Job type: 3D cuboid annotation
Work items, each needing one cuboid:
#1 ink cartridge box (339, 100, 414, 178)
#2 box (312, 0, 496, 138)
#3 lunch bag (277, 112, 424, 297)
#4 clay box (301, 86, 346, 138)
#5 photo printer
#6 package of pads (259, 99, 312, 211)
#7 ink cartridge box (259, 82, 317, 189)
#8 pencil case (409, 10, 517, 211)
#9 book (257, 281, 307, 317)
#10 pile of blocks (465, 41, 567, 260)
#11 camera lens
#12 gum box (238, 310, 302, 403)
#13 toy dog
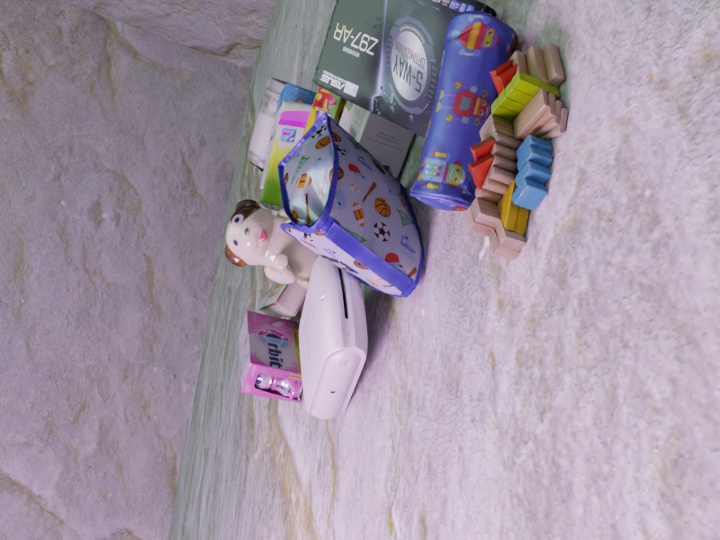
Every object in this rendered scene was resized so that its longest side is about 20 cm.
[{"bbox_3d":[0.004,-0.171,0.960,0.147,0.082,0.204,-112,39,-60],"label":"ink cartridge box"},{"bbox_3d":[0.047,-0.274,0.773,0.043,0.197,0.164,-17,-47,-59],"label":"box"},{"bbox_3d":[-0.012,-0.069,0.784,0.124,0.168,0.202,-44,35,19],"label":"lunch bag"},{"bbox_3d":[-0.061,-0.231,1.057,0.115,0.046,0.206,58,-132,-82],"label":"clay box"},{"bbox_3d":[-0.041,0.087,0.876,0.202,0.067,0.170,108,158,-50],"label":"photo printer"},{"bbox_3d":[-0.088,-0.200,1.152,0.068,0.150,0.206,40,-118,-77],"label":"package of pads"},{"bbox_3d":[-0.111,-0.246,1.256,0.084,0.141,0.206,172,111,-69],"label":"ink cartridge box"},{"bbox_3d":[0.109,-0.164,0.661,0.087,0.076,0.206,-8,-69,-89],"label":"pencil case"},{"bbox_3d":[-0.146,0.029,1.290,0.136,0.048,0.199,-60,14,-17],"label":"book"},{"bbox_3d":[0.137,-0.118,0.573,0.082,0.060,0.206,165,116,-69],"label":"pile of blocks"},{"bbox_3d":[-0.168,-0.322,1.451,0.160,0.156,0.205,-124,50,-65],"label":"camera lens"},{"bbox_3d":[-0.170,0.164,1.192,0.201,0.110,0.068,-114,42,-61],"label":"gum box"},{"bbox_3d":[-0.138,-0.053,1.093,0.193,0.195,0.143,36,108,61],"label":"toy dog"}]
